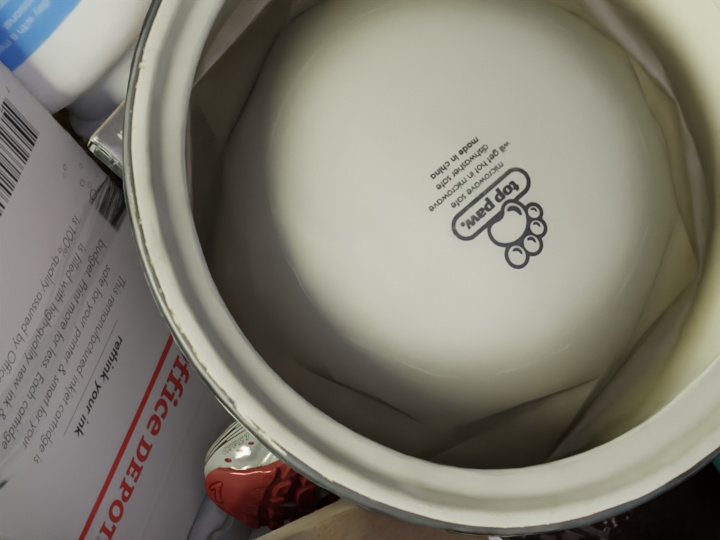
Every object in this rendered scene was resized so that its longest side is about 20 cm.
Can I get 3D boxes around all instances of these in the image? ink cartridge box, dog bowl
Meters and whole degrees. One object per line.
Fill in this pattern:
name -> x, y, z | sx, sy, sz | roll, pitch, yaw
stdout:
ink cartridge box -> -0.111, 0.026, 0.846 | 0.200, 0.068, 0.116 | 49, 51, -36
dog bowl -> 0.028, -0.024, 0.793 | 0.199, 0.074, 0.201 | 2, 79, -12

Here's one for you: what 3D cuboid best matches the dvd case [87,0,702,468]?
dvd case -> 0.039, -0.062, 0.848 | 0.149, 0.016, 0.200 | 41, 74, -1

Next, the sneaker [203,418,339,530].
sneaker -> 0.000, 0.000, 0.898 | 0.082, 0.078, 0.200 | 32, 52, 2

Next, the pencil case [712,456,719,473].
pencil case -> 0.209, 0.027, 0.938 | 0.199, 0.093, 0.085 | -17, 136, 7

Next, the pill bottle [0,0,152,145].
pill bottle -> -0.118, -0.114, 0.855 | 0.200, 0.112, 0.113 | 37, 83, -25

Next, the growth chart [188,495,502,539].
growth chart -> -0.012, 0.117, 0.919 | 0.145, 0.018, 0.200 | -43, 86, -2

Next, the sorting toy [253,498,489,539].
sorting toy -> -0.004, 0.168, 0.816 | 0.069, 0.200, 0.200 | -13, 89, 17
